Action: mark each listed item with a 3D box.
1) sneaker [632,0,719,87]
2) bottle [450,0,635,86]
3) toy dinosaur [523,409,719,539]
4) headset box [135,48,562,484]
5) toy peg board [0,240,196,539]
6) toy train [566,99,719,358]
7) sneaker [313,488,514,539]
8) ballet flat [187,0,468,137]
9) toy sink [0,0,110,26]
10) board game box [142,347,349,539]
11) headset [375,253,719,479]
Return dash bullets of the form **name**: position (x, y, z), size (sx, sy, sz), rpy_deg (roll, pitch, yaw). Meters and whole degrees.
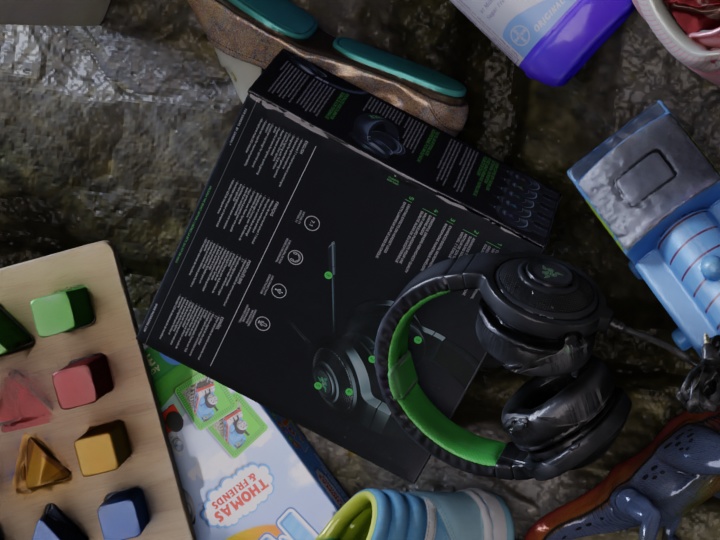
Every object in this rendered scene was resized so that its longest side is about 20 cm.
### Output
- **sneaker**: position (0.226, -0.113, 1.046), size (0.200, 0.105, 0.076), rpy_deg (36, 102, 2)
- **bottle**: position (0.067, -0.199, 1.133), size (0.200, 0.065, 0.084), rpy_deg (45, 101, 4)
- **toy dinosaur**: position (0.183, 0.129, 1.161), size (0.181, 0.105, 0.201), rpy_deg (-7, 61, 23)
- **headset box**: position (0.000, 0.000, 1.128), size (0.199, 0.093, 0.175), rpy_deg (27, 115, 1)
- **toy peg board**: position (-0.222, 0.104, 1.161), size (0.199, 0.098, 0.200), rpy_deg (-15, 92, 2)
- **toy train**: position (0.198, 0.004, 1.078), size (0.087, 0.114, 0.200), rpy_deg (-38, 58, 10)
- **sneaker**: position (0.012, 0.221, 1.151), size (0.130, 0.079, 0.201), rpy_deg (13, 81, -30)
- **ballet flat**: position (-0.034, -0.118, 1.168), size (0.199, 0.068, 0.068), rpy_deg (28, 111, 10)
- **toy sink**: position (-0.209, -0.221, 1.125), size (0.112, 0.200, 0.131), rpy_deg (24, 102, 9)
- **board game box**: position (-0.097, 0.147, 1.227), size (0.151, 0.037, 0.200), rpy_deg (-37, 88, 14)
- **headset**: position (0.099, 0.055, 1.022), size (0.199, 0.094, 0.124), rpy_deg (-6, 113, 25)
